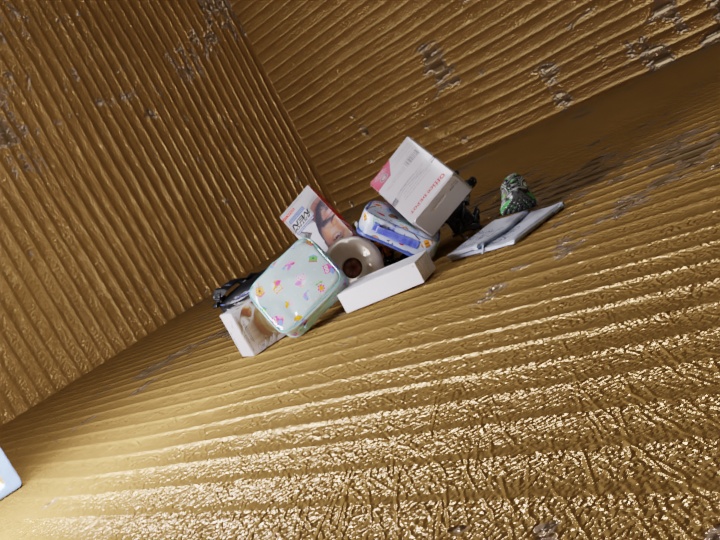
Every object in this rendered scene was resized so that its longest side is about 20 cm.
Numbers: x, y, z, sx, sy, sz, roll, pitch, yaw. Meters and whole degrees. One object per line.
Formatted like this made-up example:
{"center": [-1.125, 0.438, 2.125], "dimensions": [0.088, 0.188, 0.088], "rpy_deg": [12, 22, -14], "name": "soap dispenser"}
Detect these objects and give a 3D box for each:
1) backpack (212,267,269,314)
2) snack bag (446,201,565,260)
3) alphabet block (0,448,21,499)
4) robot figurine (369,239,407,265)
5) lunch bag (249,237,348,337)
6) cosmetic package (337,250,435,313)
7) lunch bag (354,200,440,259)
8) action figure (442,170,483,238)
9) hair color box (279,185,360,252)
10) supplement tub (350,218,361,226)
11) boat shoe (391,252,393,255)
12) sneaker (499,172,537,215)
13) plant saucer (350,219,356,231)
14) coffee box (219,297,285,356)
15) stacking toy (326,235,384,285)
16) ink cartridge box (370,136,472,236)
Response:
{"center": [-0.273, 0.073, 1.965], "dimensions": [0.199, 0.155, 0.191], "rpy_deg": [-21, 18, 7], "name": "backpack"}
{"center": [0.299, -0.083, 1.508], "dimensions": [0.188, 0.021, 0.200], "rpy_deg": [-33, 10, -32], "name": "snack bag"}
{"center": [-0.893, 0.439, 1.609], "dimensions": [0.195, 0.197, 0.200], "rpy_deg": [-31, 9, -28], "name": "alphabet block"}
{"center": [0.088, -0.083, 1.819], "dimensions": [0.200, 0.145, 0.058], "rpy_deg": [-25, -6, -41], "name": "robot figurine"}
{"center": [-0.135, 0.044, 1.606], "dimensions": [0.200, 0.160, 0.077], "rpy_deg": [-45, -19, 1], "name": "lunch bag"}
{"center": [0.055, 0.026, 1.539], "dimensions": [0.200, 0.051, 0.083], "rpy_deg": [-23, 8, 30], "name": "cosmetic package"}
{"center": [0.086, -0.090, 1.679], "dimensions": [0.160, 0.199, 0.076], "rpy_deg": [-64, -4, -71], "name": "lunch bag"}
{"center": [0.235, -0.137, 1.733], "dimensions": [0.102, 0.118, 0.201], "rpy_deg": [100, 180, -54], "name": "action figure"}
{"center": [-0.096, -0.102, 1.776], "dimensions": [0.111, 0.200, 0.064], "rpy_deg": [-48, -30, 8], "name": "hair color box"}
{"center": [0.048, -0.110, 2.120], "dimensions": [0.122, 0.123, 0.200], "rpy_deg": [-22, 10, 35], "name": "supplement tub"}
{"center": [0.058, -0.048, 1.922], "dimensions": [0.074, 0.093, 0.200], "rpy_deg": [-20, -20, 11], "name": "boat shoe"}
{"center": [0.332, -0.167, 1.581], "dimensions": [0.078, 0.086, 0.200], "rpy_deg": [-17, 2, 9], "name": "sneaker"}
{"center": [-0.042, -0.027, 1.876], "dimensions": [0.200, 0.048, 0.200], "rpy_deg": [-59, -2, 1], "name": "plant saucer"}
{"center": [-0.211, 0.102, 1.713], "dimensions": [0.200, 0.115, 0.080], "rpy_deg": [-33, 10, -29], "name": "coffee box"}
{"center": [0.000, 0.000, 1.725], "dimensions": [0.146, 0.147, 0.200], "rpy_deg": [-26, -9, 10], "name": "stacking toy"}
{"center": [0.134, -0.190, 1.648], "dimensions": [0.147, 0.083, 0.200], "rpy_deg": [-50, 44, 9], "name": "ink cartridge box"}
